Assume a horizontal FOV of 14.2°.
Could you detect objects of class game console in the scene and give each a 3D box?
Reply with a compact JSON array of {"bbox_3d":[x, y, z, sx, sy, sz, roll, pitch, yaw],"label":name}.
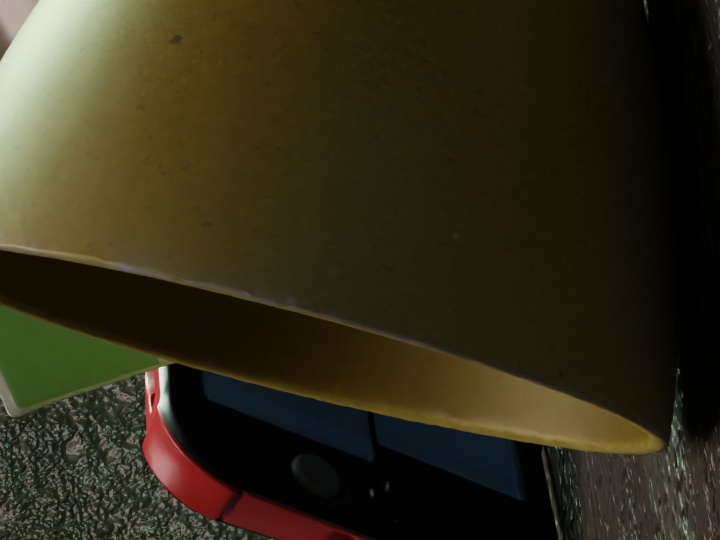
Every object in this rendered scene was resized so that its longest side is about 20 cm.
[{"bbox_3d":[-0.005,0.043,1.144,0.200,0.176,0.031,-97,31,-53],"label":"game console"}]

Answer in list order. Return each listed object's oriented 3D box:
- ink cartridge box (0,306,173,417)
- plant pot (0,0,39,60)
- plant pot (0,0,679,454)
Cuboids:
[{"bbox_3d":[-0.043,-0.024,0.958,0.048,0.200,0.146,89,157,-52],"label":"ink cartridge box"},{"bbox_3d":[-0.065,-0.097,1.103,0.200,0.200,0.174,90,157,-69],"label":"plant pot"},{"bbox_3d":[-0.002,-0.046,0.752,0.200,0.199,0.142,101,-177,-83],"label":"plant pot"}]
